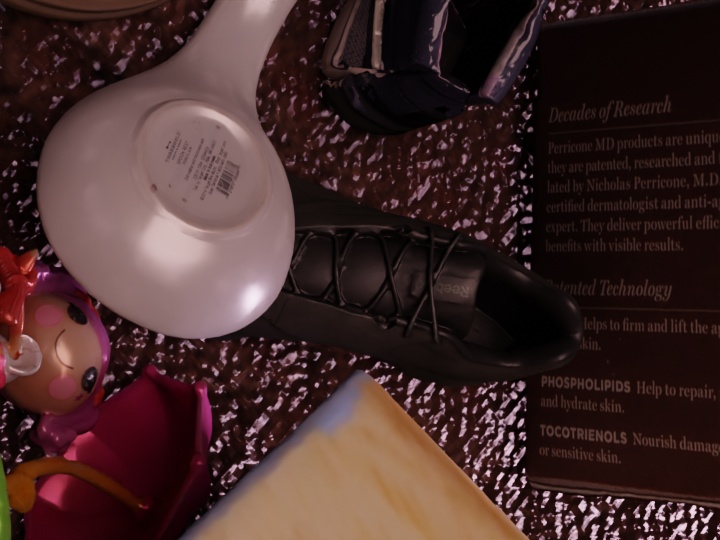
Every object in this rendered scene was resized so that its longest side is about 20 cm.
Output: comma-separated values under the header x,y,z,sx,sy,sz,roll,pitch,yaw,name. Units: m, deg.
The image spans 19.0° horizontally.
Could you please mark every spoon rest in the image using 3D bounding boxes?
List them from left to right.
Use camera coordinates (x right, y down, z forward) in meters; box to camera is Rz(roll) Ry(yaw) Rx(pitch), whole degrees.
x,y,z,sx,sy,sz,roll,pitch,yaw,name
-0.052,-0.060,0.795,0.099,0.061,0.200,32,55,-13,spoon rest

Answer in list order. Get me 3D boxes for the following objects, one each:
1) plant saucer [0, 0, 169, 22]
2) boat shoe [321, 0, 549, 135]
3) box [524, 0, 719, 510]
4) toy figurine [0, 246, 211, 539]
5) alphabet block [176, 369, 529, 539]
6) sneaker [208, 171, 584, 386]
x,y,z,sx,sy,sz,roll,pitch,yaw,name
-0.096,-0.192,0.794,0.200,0.029,0.200,-8,102,-40,plant saucer
0.055,-0.148,0.861,0.075,0.093,0.200,23,82,-25,boat shoe
0.182,-0.004,0.895,0.166,0.164,0.200,3,88,-35,box
-0.130,0.049,0.735,0.184,0.150,0.200,-3,78,-61,toy figurine
-0.013,0.187,0.727,0.200,0.196,0.195,45,69,5,alphabet block
0.000,0.000,0.836,0.200,0.091,0.076,11,86,-29,sneaker
